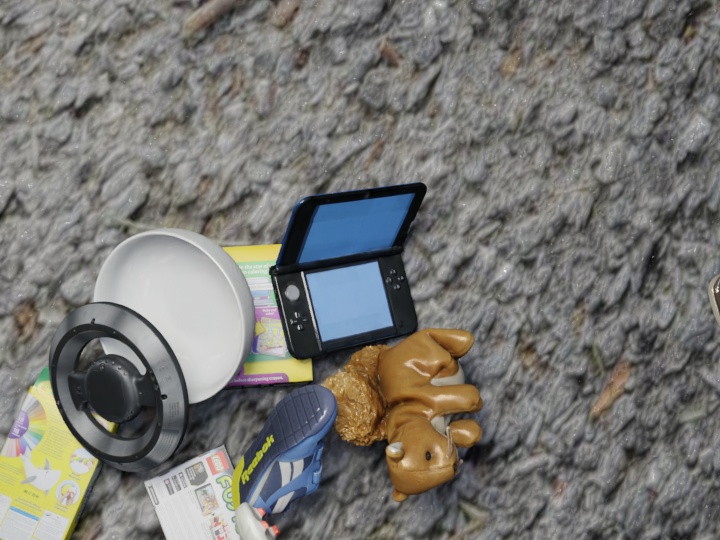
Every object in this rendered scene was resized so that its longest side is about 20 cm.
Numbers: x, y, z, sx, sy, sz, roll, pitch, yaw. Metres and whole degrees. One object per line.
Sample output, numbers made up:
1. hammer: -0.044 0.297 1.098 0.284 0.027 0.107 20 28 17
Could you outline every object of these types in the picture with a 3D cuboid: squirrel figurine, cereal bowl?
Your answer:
1. squirrel figurine: 0.048 0.178 1.108 0.196 0.143 0.189 8 47 12
2. cereal bowl: -0.206 0.048 1.076 0.196 0.083 0.205 4 102 19

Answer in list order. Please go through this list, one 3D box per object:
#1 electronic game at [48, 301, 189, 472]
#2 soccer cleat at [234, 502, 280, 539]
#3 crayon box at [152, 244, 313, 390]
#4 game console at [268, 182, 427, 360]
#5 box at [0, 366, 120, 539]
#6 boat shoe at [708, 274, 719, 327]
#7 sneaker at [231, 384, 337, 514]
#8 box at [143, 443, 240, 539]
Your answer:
1. electronic game: -0.278 0.134 1.053 0.196 0.041 0.204 8 107 25
2. soccer cleat: -0.108 0.365 1.070 0.076 0.069 0.203 -25 105 -7
3. crayon box: -0.163 0.060 1.168 0.195 0.058 0.176 -3 79 -6
4. game console: 0.000 0.000 1.133 0.197 0.118 0.174 -10 82 -33
5. box: -0.375 0.231 1.119 0.115 0.048 0.203 23 80 -2
6. boat shoe: 0.532 0.096 1.242 0.071 0.060 0.204 -16 82 -10
7. sneaker: -0.077 0.213 1.087 0.081 0.075 0.201 21 122 -29
8. box: -0.177 0.329 1.130 0.108 0.035 0.203 -22 83 -10
